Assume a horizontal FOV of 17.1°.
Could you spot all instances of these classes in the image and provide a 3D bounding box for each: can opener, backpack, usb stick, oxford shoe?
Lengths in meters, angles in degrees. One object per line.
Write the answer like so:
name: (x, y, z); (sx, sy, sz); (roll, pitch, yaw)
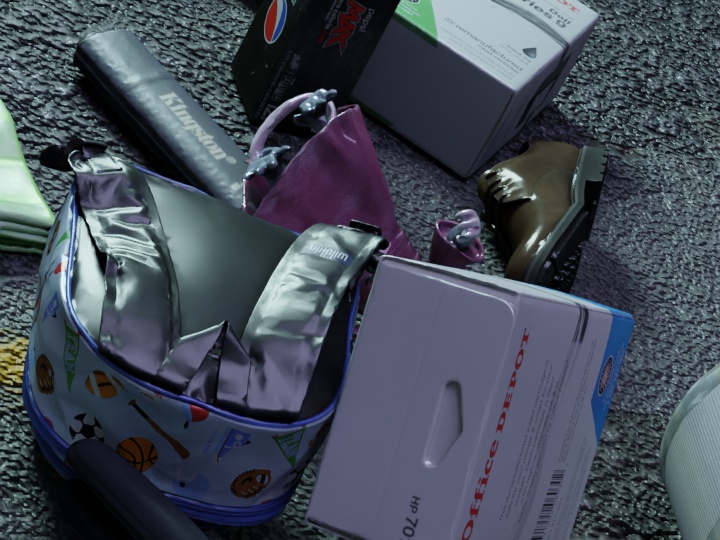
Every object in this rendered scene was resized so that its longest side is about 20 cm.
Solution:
can opener: (-0.081, 0.151, 1.126); (0.078, 0.064, 0.200); (-6, 47, -44)
backpack: (-0.094, 0.045, 1.257); (0.199, 0.155, 0.191); (16, 26, -8)
usb stick: (-0.114, -0.087, 1.547); (0.055, 0.033, 0.200); (-9, 49, -48)
oxford shoe: (0.115, -0.030, 1.639); (0.084, 0.073, 0.200); (15, 27, 5)

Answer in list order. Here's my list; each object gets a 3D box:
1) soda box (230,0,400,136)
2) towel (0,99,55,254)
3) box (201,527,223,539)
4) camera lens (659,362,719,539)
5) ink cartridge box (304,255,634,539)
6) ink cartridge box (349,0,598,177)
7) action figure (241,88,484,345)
soda box: (-0.016, -0.191, 1.619); (0.063, 0.200, 0.071); (13, 34, -27)
towel: (-0.282, -0.076, 1.392); (0.199, 0.031, 0.150); (7, 38, -34)
box: (-0.109, 0.194, 1.136); (0.110, 0.035, 0.200); (45, 34, 23)
camera lens: (0.269, 0.150, 1.400); (0.159, 0.160, 0.200); (17, 33, -20)
ink cartridge box: (0.063, 0.077, 1.274); (0.086, 0.147, 0.200); (18, 2, 25)
ink cartridge box: (0.072, -0.169, 1.775); (0.146, 0.084, 0.200); (34, 31, 8)
action figure: (0.000, 0.000, 1.467); (0.200, 0.134, 0.149); (53, -10, -16)
